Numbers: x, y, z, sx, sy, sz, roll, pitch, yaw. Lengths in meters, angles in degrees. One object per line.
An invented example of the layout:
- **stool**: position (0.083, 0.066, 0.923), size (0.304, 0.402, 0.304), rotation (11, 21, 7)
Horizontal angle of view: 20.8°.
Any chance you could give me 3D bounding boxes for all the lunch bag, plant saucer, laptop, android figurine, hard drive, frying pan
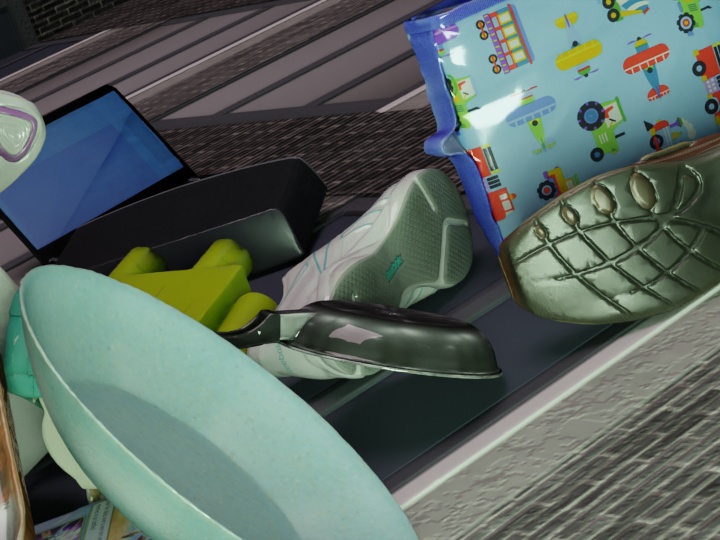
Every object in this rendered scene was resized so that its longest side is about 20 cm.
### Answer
- **lunch bag**: position (0.124, -0.107, 1.151), size (0.199, 0.152, 0.094), rotation (-28, 16, -25)
- **plant saucer**: position (-0.061, 0.075, 0.777), size (0.039, 0.200, 0.201), rotation (-52, 11, 11)
- **laptop**: position (-0.189, -0.082, 1.575), size (0.199, 0.104, 0.177), rotation (-4, 24, 48)
- **android figurine**: position (-0.138, 0.048, 1.137), size (0.180, 0.041, 0.200), rotation (-6, 29, 24)
- **hard drive**: position (-0.127, -0.021, 1.386), size (0.198, 0.043, 0.135), rotation (-17, 21, 15)
- **frying pan**: position (-0.022, 0.029, 0.962), size (0.188, 0.031, 0.115), rotation (9, 4, -2)

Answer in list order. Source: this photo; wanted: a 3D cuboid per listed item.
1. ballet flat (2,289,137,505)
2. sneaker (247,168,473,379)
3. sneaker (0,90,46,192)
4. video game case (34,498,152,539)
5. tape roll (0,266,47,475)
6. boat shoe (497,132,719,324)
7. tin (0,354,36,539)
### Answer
- **ballet flat**: position (-0.114, 0.073, 0.904), size (0.067, 0.200, 0.071), rotation (4, 64, 20)
- **sneaker**: position (0.000, 0.000, 1.110), size (0.080, 0.071, 0.200), rotation (-14, 17, 34)
- **sneaker**: position (-0.284, -0.067, 1.195), size (0.198, 0.075, 0.100), rotation (-19, 15, 7)
- **video game case**: position (-0.129, 0.156, 0.791), size (0.180, 0.046, 0.200), rotation (-21, 15, 4)
- **tape roll**: position (-0.249, 0.046, 0.953), size (0.139, 0.203, 0.202), rotation (-46, 24, -20)
- **boat shoe**: position (0.164, -0.028, 0.997), size (0.198, 0.076, 0.074), rotation (-20, 6, -9)
- **tin**: position (-0.193, 0.079, 0.788), size (0.111, 0.042, 0.201), rotation (-13, 52, -7)
